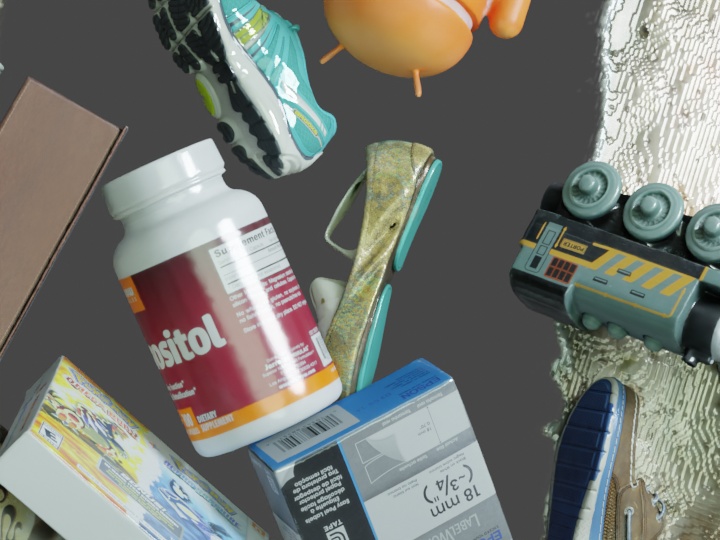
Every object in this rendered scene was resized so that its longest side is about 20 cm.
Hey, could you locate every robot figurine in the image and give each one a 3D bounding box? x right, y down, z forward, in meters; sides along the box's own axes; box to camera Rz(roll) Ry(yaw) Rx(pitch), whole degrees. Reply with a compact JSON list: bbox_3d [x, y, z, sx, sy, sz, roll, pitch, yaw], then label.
[{"bbox_3d":[0.043,-0.225,1.595,0.144,0.117,0.200,29,77,-27],"label":"robot figurine"}]

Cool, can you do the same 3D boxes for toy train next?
[{"bbox_3d":[0.203,-0.001,1.597,0.114,0.200,0.085,-61,145,-11],"label":"toy train"}]

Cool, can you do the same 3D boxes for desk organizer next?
[{"bbox_3d":[-0.243,-0.026,1.519,0.077,0.072,0.200,30,78,-10],"label":"desk organizer"}]

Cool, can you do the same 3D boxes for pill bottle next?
[{"bbox_3d":[-0.101,0.017,1.535,0.113,0.113,0.200,-25,92,-16],"label":"pill bottle"}]

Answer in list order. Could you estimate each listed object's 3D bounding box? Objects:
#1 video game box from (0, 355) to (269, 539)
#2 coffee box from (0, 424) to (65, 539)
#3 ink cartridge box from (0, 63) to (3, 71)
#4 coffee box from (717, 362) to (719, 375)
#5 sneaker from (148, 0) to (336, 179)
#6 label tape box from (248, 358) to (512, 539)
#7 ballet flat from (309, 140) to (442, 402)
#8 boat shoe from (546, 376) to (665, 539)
[{"bbox_3d":[-0.147,0.157,1.475,0.200,0.182,0.047,42,97,-10],"label":"video game box"},{"bbox_3d":[-0.260,0.165,1.494,0.200,0.080,0.113,43,75,-9],"label":"coffee box"},{"bbox_3d":[-0.332,-0.073,1.458,0.083,0.147,0.200,39,76,-9],"label":"ink cartridge box"},{"bbox_3d":[0.397,0.085,1.629,0.199,0.198,0.200,-11,89,-16],"label":"coffee box"},{"bbox_3d":[-0.086,-0.162,1.585,0.080,0.077,0.200,-34,101,-35],"label":"sneaker"},{"bbox_3d":[0.026,0.184,1.555,0.144,0.063,0.200,-27,110,-16],"label":"label tape box"},{"bbox_3d":[0.000,0.000,1.596,0.071,0.071,0.200,20,81,-14],"label":"ballet flat"},{"bbox_3d":[0.181,0.179,1.632,0.072,0.072,0.200,11,93,-20],"label":"boat shoe"}]
